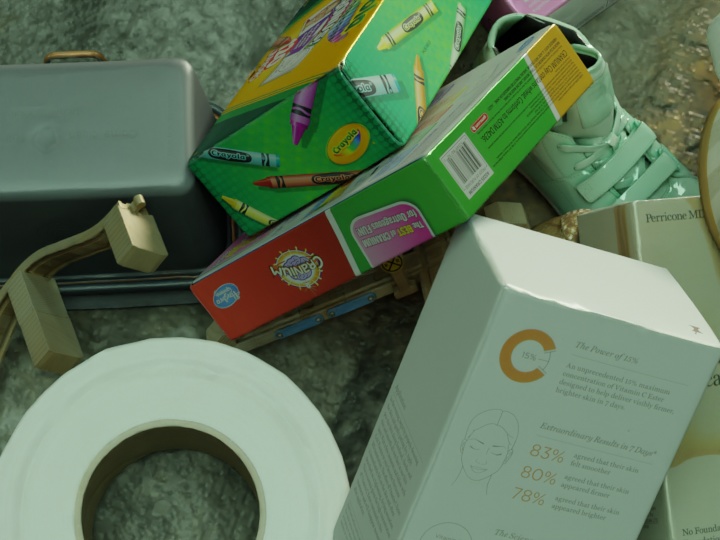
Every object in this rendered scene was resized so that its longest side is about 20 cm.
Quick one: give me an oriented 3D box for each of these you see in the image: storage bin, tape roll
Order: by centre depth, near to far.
[{"bbox_3d":[-0.103,0.142,1.329,0.202,0.071,0.203,0,75,-1],"label":"tape roll"},{"bbox_3d":[-0.167,-0.067,1.373,0.199,0.134,0.146,-2,72,-1],"label":"storage bin"}]

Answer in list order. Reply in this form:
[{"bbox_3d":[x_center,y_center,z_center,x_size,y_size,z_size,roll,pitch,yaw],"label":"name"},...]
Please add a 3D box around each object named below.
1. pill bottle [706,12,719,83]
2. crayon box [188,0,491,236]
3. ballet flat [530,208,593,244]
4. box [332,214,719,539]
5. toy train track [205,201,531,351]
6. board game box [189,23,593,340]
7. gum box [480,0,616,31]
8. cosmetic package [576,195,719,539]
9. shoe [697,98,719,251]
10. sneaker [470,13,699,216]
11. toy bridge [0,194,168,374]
[{"bbox_3d":[0.271,-0.060,1.374,0.113,0.113,0.201,-13,72,-3],"label":"pill bottle"},{"bbox_3d":[-0.005,-0.114,1.344,0.058,0.119,0.200,50,36,-15],"label":"crayon box"},{"bbox_3d":[0.108,0.065,1.366,0.065,0.070,0.201,0,75,37],"label":"ballet flat"},{"bbox_3d":[0.082,0.090,1.234,0.124,0.098,0.201,15,111,-18],"label":"box"},{"bbox_3d":[0.000,0.000,1.376,0.199,0.033,0.115,-23,32,7],"label":"toy train track"},{"bbox_3d":[0.016,-0.047,1.307,0.040,0.200,0.153,53,45,-10],"label":"board game box"},{"bbox_3d":[0.142,-0.231,1.457,0.200,0.066,0.114,-36,76,-11],"label":"gum box"},{"bbox_3d":[0.189,0.059,1.319,0.105,0.071,0.201,-7,87,-22],"label":"cosmetic package"},{"bbox_3d":[0.232,-0.001,1.275,0.070,0.053,0.201,-13,90,-26],"label":"shoe"},{"bbox_3d":[0.142,-0.068,1.377,0.200,0.118,0.074,38,74,11],"label":"sneaker"},{"bbox_3d":[-0.178,0.027,1.339,0.200,0.027,0.067,-48,47,27],"label":"toy bridge"}]
